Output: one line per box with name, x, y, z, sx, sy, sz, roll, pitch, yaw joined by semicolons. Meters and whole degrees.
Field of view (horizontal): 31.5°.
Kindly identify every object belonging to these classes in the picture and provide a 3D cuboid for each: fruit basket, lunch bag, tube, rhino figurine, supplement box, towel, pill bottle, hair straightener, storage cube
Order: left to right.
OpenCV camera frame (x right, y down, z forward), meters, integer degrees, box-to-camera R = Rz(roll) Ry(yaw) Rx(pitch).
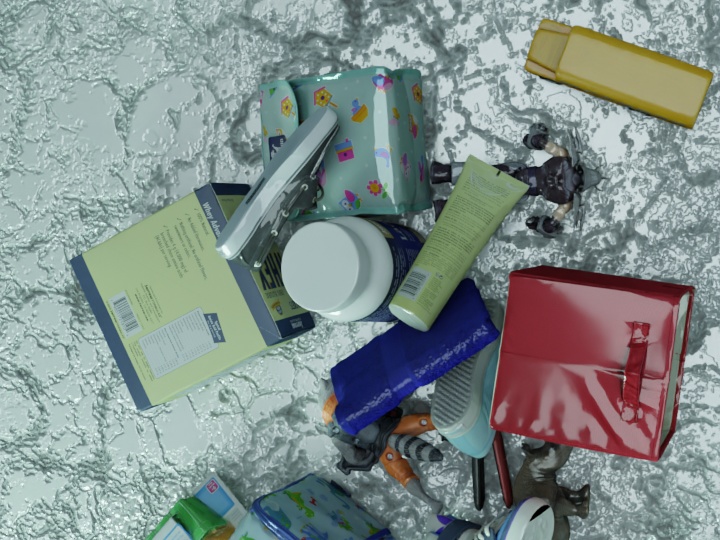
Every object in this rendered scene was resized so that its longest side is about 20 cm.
supplement box;-0.195;0.028;1.510;0.199;0.134;0.201;-27;86;15
fruit basket;-0.179;0.377;1.536;0.185;0.094;0.200;-48;62;12
lunch bag;-0.044;0.315;1.453;0.161;0.200;0.083;38;104;18
lunch bag;-0.031;-0.142;1.468;0.199;0.122;0.172;-2;96;26
pill bottle;0.000;0.000;1.416;0.115;0.200;0.117;-1;88;25
towel;0.059;0.097;1.396;0.199;0.148;0.050;-35;109;8
tube;0.103;-0.029;1.388;0.058;0.052;0.201;39;74;-27
hair straightener;0.124;0.181;1.485;0.076;0.041;0.201;-10;90;15
rhino figurine;0.218;0.266;1.457;0.087;0.060;0.202;-4;91;13
storage cube;0.251;0.091;1.370;0.179;0.200;0.172;9;96;20

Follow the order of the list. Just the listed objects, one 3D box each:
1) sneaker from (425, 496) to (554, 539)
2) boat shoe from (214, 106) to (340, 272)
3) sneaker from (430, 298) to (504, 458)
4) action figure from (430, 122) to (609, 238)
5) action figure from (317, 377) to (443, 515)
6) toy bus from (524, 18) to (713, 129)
sneaker;0.129;0.304;1.441;0.146;0.080;0.201;35;130;33
boat shoe;-0.076;-0.084;1.395;0.066;0.070;0.200;35;93;-19
sneaker;0.130;0.123;1.430;0.074;0.201;0.082;-13;129;35
action figure;0.180;-0.100;1.444;0.198;0.069;0.131;-4;85;11
action figure;0.036;0.160;1.470;0.193;0.104;0.201;21;94;25
toy bus;0.280;-0.217;1.401;0.199;0.078;0.065;22;98;12
